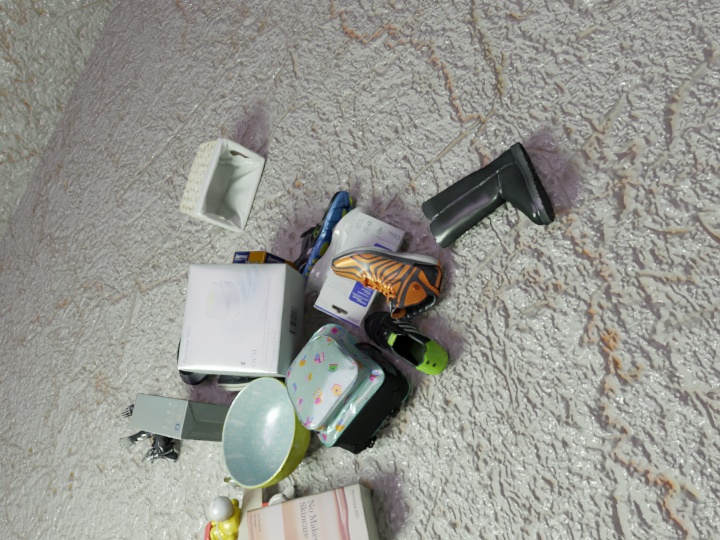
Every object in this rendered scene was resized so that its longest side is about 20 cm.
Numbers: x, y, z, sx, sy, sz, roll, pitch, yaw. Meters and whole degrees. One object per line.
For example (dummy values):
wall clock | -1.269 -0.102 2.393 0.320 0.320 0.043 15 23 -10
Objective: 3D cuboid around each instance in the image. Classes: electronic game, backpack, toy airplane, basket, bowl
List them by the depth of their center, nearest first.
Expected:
backpack | -0.041 0.194 1.044 0.176 0.153 0.200 -54 37 7
toy airplane | -0.213 0.458 1.102 0.199 0.141 0.200 3 56 56
bowl | -0.159 0.311 1.130 0.199 0.107 0.202 -18 60 35
electronic game | -0.377 0.173 1.421 0.199 0.041 0.202 -25 52 38
basket | -0.345 -0.211 1.475 0.123 0.135 0.202 11 82 47

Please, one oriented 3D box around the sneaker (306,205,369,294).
sneaker | -0.022 -0.029 1.180 0.099 0.075 0.201 30 93 21

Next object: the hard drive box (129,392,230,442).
hard drive box | -0.373 0.319 1.286 0.199 0.155 0.077 -4 71 39

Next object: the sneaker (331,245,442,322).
sneaker | 0.040 0.024 1.030 0.198 0.078 0.113 3 60 12

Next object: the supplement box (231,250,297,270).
supplement box | -0.220 0.069 1.275 0.109 0.109 0.202 1 75 41

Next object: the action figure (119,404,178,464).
action figure | -0.496 0.399 1.396 0.102 0.119 0.200 -37 37 -18

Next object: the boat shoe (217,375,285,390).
boat shoe | -0.234 0.222 1.257 0.199 0.074 0.063 -10 74 44

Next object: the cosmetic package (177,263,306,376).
cosmetic package | -0.221 0.096 1.130 0.198 0.123 0.201 -1 76 14

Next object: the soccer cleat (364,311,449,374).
soccer cleat | 0.066 0.116 1.025 0.199 0.081 0.068 28 93 46

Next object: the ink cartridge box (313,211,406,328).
ink cartridge box | 0.000 0.000 1.115 0.099 0.039 0.201 26 84 11

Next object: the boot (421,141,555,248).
boot | 0.206 -0.097 0.991 0.199 0.066 0.166 -30 48 26

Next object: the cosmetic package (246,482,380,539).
cosmetic package | -0.076 0.426 0.979 0.198 0.087 0.104 -18 61 6

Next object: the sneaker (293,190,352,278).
sneaker | -0.083 -0.078 1.235 0.083 0.071 0.201 34 100 37
